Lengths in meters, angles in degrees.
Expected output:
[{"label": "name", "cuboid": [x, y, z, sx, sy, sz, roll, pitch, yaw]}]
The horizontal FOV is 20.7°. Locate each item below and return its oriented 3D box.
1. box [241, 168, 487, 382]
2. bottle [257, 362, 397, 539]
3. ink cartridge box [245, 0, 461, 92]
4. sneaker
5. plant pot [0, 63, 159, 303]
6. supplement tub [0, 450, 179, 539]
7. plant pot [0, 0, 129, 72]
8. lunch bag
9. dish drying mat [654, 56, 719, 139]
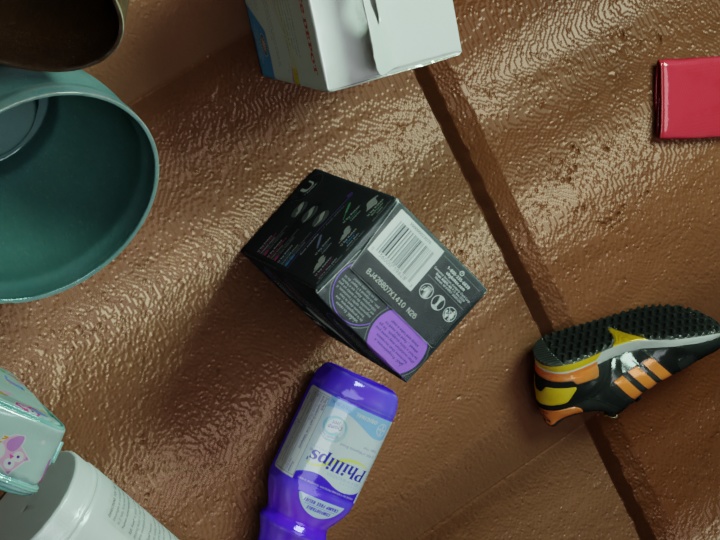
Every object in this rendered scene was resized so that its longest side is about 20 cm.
[{"label": "box", "cuboid": [0.000, 0.000, 1.685, 0.106, 0.200, 0.122, -48, 113, -7]}, {"label": "bottle", "cuboid": [-0.040, 0.186, 1.777, 0.083, 0.065, 0.201, 26, 90, -25]}, {"label": "ink cartridge box", "cuboid": [-0.009, -0.229, 1.638, 0.125, 0.200, 0.129, -18, 106, -18]}, {"label": "sneaker", "cuboid": [0.255, 0.094, 1.886, 0.199, 0.070, 0.090, -11, 119, -20]}, {"label": "plant pot", "cuboid": [-0.278, -0.094, 1.572, 0.199, 0.134, 0.201, -20, 137, -20]}, {"label": "supplement tub", "cuboid": [-0.216, 0.264, 1.686, 0.132, 0.132, 0.200, -48, 112, -7]}, {"label": "plant pot", "cuboid": [-0.238, -0.284, 1.461, 0.186, 0.187, 0.201, 28, 60, -24]}, {"label": "lunch bag", "cuboid": [-0.324, 0.110, 1.575, 0.160, 0.200, 0.077, 30, 90, -26]}, {"label": "dish drying mat", "cuboid": [0.374, -0.170, 1.904, 0.199, 0.018, 0.077, -5, 101, -20]}]
